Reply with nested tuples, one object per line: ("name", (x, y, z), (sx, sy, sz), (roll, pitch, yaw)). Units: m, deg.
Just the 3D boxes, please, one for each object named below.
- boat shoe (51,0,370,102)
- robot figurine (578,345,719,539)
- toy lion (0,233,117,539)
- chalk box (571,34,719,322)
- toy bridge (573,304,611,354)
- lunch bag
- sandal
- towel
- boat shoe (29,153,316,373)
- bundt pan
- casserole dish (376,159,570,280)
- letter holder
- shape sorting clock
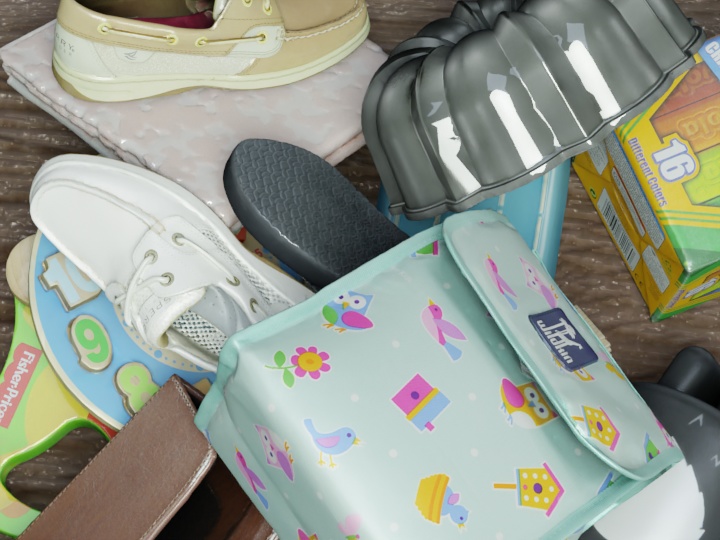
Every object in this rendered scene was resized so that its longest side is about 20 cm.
("boat shoe", (-0.083, -0.150, 0.823), (0.199, 0.067, 0.074), (-16, 52, -22))
("robot figurine", (0.166, 0.142, 0.776), (0.124, 0.150, 0.201), (36, 78, -2))
("toy lion", (-0.142, 0.078, 0.843), (0.191, 0.069, 0.201), (23, 72, 0))
("chalk box", (0.248, -0.074, 0.837), (0.199, 0.124, 0.125), (-24, 75, -4))
("toy bridge", (0.068, 0.099, 0.829), (0.199, 0.027, 0.067), (-31, 52, -10))
("lunch bag", (0.048, 0.072, 0.685), (0.199, 0.122, 0.171), (-28, 72, -28))
("sandal", (0.000, 0.001, 0.784), (0.200, 0.043, 0.076), (35, 41, -22))
("towel", (-0.089, -0.118, 0.860), (0.200, 0.032, 0.191), (36, 53, 21))
("boat shoe", (-0.098, 0.009, 0.754), (0.199, 0.071, 0.069), (31, 36, -4))
("bundt pan", (0.085, -0.115, 0.771), (0.201, 0.202, 0.076), (-34, 105, -7))
("casserole dish", (0.069, -0.037, 0.878), (0.120, 0.039, 0.201), (10, 74, 4))
("letter holder", (-0.114, 0.184, 0.733), (0.200, 0.101, 0.142), (-46, 35, 3))
("shape sorting clock", (-0.096, 0.009, 0.825), (0.198, 0.039, 0.201), (7, 65, -15))
